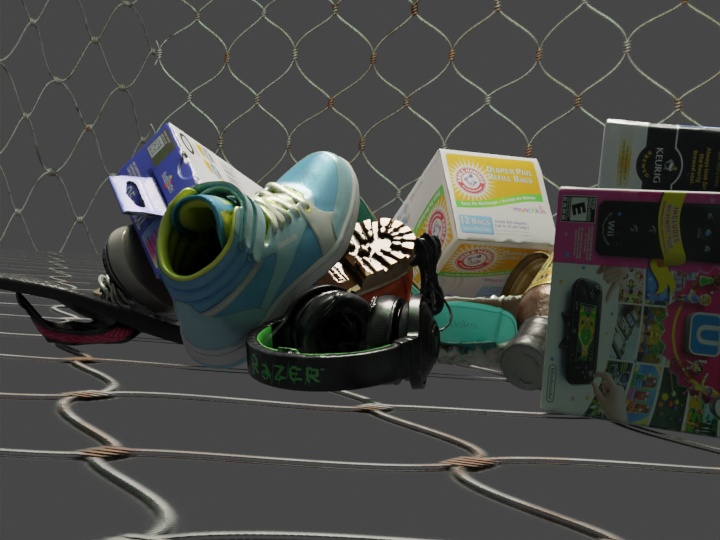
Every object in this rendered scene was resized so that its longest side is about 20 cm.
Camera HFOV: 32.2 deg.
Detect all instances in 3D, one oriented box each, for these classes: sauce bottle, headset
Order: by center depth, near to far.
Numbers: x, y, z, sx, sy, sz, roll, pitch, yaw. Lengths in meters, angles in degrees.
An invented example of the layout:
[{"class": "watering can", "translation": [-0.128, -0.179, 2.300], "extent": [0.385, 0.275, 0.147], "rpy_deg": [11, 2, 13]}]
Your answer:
[{"class": "headset", "translation": [0.004, 0.033, 0.891], "extent": [0.122, 0.095, 0.199], "rpy_deg": [6, 13, 34]}, {"class": "sauce bottle", "translation": [0.162, 0.027, 0.990], "extent": [0.064, 0.065, 0.200], "rpy_deg": [5, 27, 24]}]

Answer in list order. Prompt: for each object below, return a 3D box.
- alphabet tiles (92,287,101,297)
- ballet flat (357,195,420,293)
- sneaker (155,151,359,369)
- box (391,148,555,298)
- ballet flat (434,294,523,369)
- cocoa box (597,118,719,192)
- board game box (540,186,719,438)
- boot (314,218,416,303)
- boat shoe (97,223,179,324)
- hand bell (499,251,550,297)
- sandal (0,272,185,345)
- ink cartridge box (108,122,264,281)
[{"class": "alphabet tiles", "translation": [-0.182, -0.005, 1.335], "extent": [0.166, 0.008, 0.199], "rpy_deg": [-32, 21, -25]}, {"class": "ballet flat", "translation": [0.000, 0.000, 1.086], "extent": [0.068, 0.201, 0.063], "rpy_deg": [-39, 9, -22]}, {"class": "sneaker", "translation": [-0.071, -0.039, 0.904], "extent": [0.079, 0.201, 0.131], "rpy_deg": [18, -31, 26]}, {"class": "box", "translation": [0.096, -0.019, 1.236], "extent": [0.111, 0.102, 0.200], "rpy_deg": [4, -32, -22]}, {"class": "ballet flat", "translation": [0.127, 0.056, 1.054], "extent": [0.198, 0.073, 0.072], "rpy_deg": [6, 1, -17]}, {"class": "cocoa box", "translation": [0.252, -0.004, 0.947], "extent": [0.130, 0.203, 0.133], "rpy_deg": [7, 3, 25]}, {"class": "board game box", "translation": [0.216, 0.025, 0.770], "extent": [0.198, 0.150, 0.064], "rpy_deg": [5, 0, 37]}, {"class": "boot", "translation": [-0.044, 0.042, 0.993], "extent": [0.198, 0.108, 0.075], "rpy_deg": [-20, 47, -18]}, {"class": "boat shoe", "translation": [-0.198, 0.016, 1.096], "extent": [0.092, 0.076, 0.200], "rpy_deg": [-16, -17, 12]}, {"class": "hand bell", "translation": [0.235, 0.062, 1.171], "extent": [0.198, 0.105, 0.104], "rpy_deg": [18, -4, -23]}, {"class": "sandal", "translation": [-0.215, 0.044, 1.002], "extent": [0.199, 0.046, 0.075], "rpy_deg": [22, -5, -35]}, {"class": "ink cartridge box", "translation": [-0.120, -0.033, 1.044], "extent": [0.200, 0.076, 0.137], "rpy_deg": [37, 16, -45]}]
